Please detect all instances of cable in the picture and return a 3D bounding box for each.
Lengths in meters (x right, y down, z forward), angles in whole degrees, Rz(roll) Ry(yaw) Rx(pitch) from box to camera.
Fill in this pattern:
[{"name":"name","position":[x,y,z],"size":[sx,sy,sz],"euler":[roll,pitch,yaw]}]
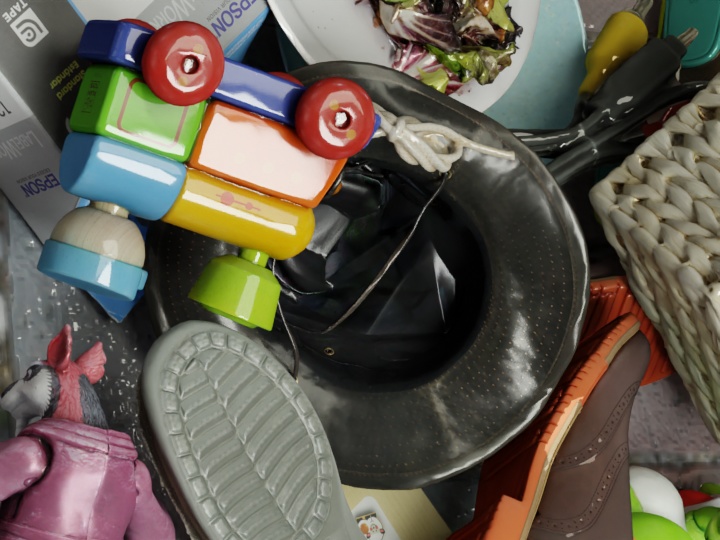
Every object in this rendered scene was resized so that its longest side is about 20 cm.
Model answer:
[{"name":"cable","position":[0.116,-0.061,1.315],"size":[0.200,0.050,0.097],"euler":[-38,81,-31]}]

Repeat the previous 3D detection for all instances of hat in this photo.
[{"name":"hat","position":[0.000,0.000,1.219],"size":[0.200,0.081,0.201],"euler":[-1,98,-5]}]

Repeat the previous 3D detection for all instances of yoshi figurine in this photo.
[{"name":"yoshi figurine","position":[0.171,0.154,1.320],"size":[0.200,0.112,0.113],"euler":[17,78,-29]}]

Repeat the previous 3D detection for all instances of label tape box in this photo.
[{"name":"label tape box","position":[-0.114,-0.100,1.176],"size":[0.200,0.066,0.143],"euler":[52,53,-15]}]

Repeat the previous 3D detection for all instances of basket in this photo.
[{"name":"basket","position":[0.212,0.013,1.279],"size":[0.123,0.136,0.200],"euler":[-35,126,-7]}]

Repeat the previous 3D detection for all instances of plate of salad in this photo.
[{"name":"plate of salad","position":[0.024,-0.167,1.257],"size":[0.200,0.048,0.200],"euler":[13,70,-42]}]

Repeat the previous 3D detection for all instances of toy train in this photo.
[{"name":"toy train","position":[-0.034,-0.026,1.122],"size":[0.200,0.085,0.116],"euler":[19,88,-24]}]

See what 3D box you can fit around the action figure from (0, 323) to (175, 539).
[{"name":"action figure","position":[-0.129,0.121,1.065],"size":[0.134,0.149,0.200],"euler":[10,87,-31]}]

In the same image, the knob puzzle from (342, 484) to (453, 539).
[{"name":"knob puzzle","position":[0.000,0.200,1.216],"size":[0.219,0.030,0.220],"euler":[11,71,-37]}]

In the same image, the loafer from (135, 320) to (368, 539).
[{"name":"loafer","position":[-0.043,0.113,1.139],"size":[0.075,0.070,0.200],"euler":[-37,107,-32]}]

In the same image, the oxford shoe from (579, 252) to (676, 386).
[{"name":"oxford shoe","position":[0.151,0.011,1.377],"size":[0.200,0.071,0.073],"euler":[-1,42,-31]}]

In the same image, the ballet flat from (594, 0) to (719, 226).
[{"name":"ballet flat","position":[0.178,-0.088,1.416],"size":[0.067,0.067,0.200],"euler":[53,47,-44]}]

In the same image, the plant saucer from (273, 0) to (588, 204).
[{"name":"plant saucer","position":[0.027,-0.113,1.311],"size":[0.201,0.039,0.201],"euler":[10,74,-38]}]

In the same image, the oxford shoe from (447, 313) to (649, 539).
[{"name":"oxford shoe","position":[0.096,0.106,1.243],"size":[0.073,0.071,0.200],"euler":[36,57,-7]}]
